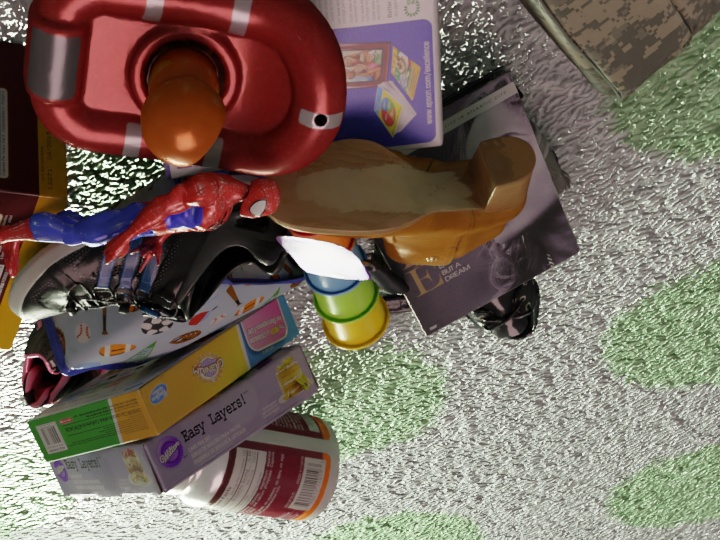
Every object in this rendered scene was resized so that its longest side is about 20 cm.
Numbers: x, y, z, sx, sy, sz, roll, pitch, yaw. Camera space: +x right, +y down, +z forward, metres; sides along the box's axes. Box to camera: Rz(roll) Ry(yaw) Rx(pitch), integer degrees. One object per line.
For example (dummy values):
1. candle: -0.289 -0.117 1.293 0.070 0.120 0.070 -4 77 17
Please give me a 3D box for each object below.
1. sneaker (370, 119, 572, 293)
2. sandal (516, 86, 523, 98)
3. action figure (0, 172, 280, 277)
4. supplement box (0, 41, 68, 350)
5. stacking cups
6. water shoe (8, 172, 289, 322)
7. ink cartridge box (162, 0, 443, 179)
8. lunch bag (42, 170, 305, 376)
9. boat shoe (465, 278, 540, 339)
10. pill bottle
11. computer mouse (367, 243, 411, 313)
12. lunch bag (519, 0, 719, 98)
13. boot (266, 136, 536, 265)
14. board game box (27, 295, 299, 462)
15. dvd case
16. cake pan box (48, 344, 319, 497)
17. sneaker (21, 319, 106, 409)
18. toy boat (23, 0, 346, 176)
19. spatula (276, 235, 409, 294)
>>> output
1. sneaker: 0.091 -0.035 1.102 0.199 0.075 0.082 -37 122 25
2. sandal: 0.054 -0.077 1.057 0.199 0.075 0.045 -32 99 26
3. action figure: -0.144 -0.028 0.831 0.197 0.052 0.065 -15 176 13
4. supplement box: -0.328 -0.057 0.927 0.197 0.134 0.198 7 143 -25
5. stacking cups: -0.027 -0.014 1.036 0.060 0.061 0.201 -15 143 7
6. water shoe: -0.146 0.001 0.905 0.198 0.080 0.072 -25 164 0
7. ink cartridge box: -0.046 -0.165 0.872 0.197 0.047 0.200 -6 126 -2
8. lunch bag: -0.143 -0.002 1.068 0.169 0.125 0.199 -27 167 23
9. boat shoe: 0.129 0.030 1.188 0.074 0.067 0.199 -22 167 4
10. pill bottle: -0.130 0.196 1.378 0.198 0.115 0.114 15 139 -33
11. computer mouse: 0.060 0.002 1.204 0.197 0.047 0.141 -14 145 5
12. lunch bag: 0.159 -0.228 0.807 0.167 0.140 0.200 -40 142 11
13. boot: 0.024 -0.037 0.938 0.198 0.072 0.144 -9 160 -11
14. board game box: -0.167 0.091 1.141 0.152 0.041 0.199 -18 -169 39
15. dvd case: 0.081 -0.048 1.033 0.147 0.016 0.201 -28 131 2
16. cake pan box: -0.161 0.135 1.165 0.183 0.053 0.199 -28 -171 -37
17. sneaker: -0.271 0.086 1.165 0.078 0.096 0.201 29 149 1
18. toy boat: -0.105 -0.109 0.795 0.197 0.131 0.132 7 125 -13
19. spatula: 0.000 0.000 0.961 0.056 0.021 0.200 8 176 21
